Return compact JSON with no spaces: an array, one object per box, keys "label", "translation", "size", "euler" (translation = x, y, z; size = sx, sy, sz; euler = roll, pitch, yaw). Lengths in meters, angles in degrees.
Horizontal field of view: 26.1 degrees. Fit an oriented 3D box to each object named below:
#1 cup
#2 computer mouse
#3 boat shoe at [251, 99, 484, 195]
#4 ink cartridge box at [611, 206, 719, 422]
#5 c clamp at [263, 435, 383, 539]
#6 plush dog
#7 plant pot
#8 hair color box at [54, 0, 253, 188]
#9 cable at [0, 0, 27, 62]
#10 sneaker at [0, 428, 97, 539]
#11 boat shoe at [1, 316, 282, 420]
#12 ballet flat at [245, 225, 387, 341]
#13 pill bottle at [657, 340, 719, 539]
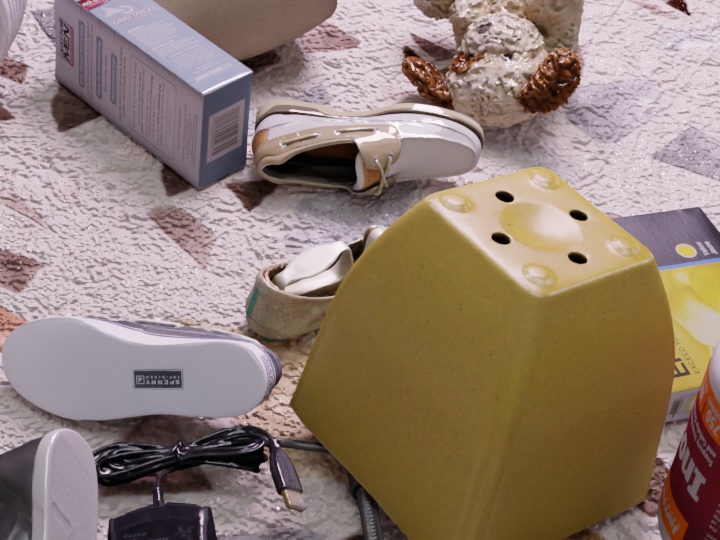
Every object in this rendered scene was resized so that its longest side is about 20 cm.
[{"label":"cup","translation":[-0.140,-0.267,1.413],"size":[0.143,0.201,0.200],"euler":[-42,59,-15]},{"label":"computer mouse","translation":[-0.099,0.179,0.998],"size":[0.139,0.046,0.201],"euler":[-9,35,-9]},{"label":"boat shoe","translation":[0.006,-0.096,1.320],"size":[0.197,0.075,0.069],"euler":[2,47,2]},{"label":"ink cartridge box","translation":[0.229,0.033,1.231],"size":[0.198,0.047,0.198],"euler":[-7,44,-22]},{"label":"c clamp","translation":[0.032,0.187,1.035],"size":[0.169,0.027,0.201],"euler":[1,40,-17]},{"label":"plush dog","translation":[0.137,-0.202,1.436],"size":[0.198,0.161,0.173],"euler":[0,48,34]},{"label":"plant pot","translation":[0.096,0.048,1.049],"size":[0.193,0.202,0.195],"euler":[-16,44,-36]},{"label":"hair color box","translation":[-0.182,-0.168,1.338],"size":[0.199,0.100,0.060],"euler":[37,48,28]},{"label":"cable","translation":[-0.380,-0.234,1.296],"size":[0.199,0.199,0.070],"euler":[34,41,-24]},{"label":"sneaker","translation":[-0.217,0.201,0.944],"size":[0.098,0.071,0.202],"euler":[-14,60,27]},{"label":"boat shoe","translation":[-0.153,0.066,1.106],"size":[0.197,0.073,0.068],"euler":[1,5,11]},{"label":"ballet flat","translation":[0.000,0.000,1.209],"size":[0.199,0.063,0.067],"euler":[-23,50,-32]},{"label":"pill bottle","translation":[0.255,0.136,0.996],"size":[0.111,0.202,0.114],"euler":[5,41,-4]}]
